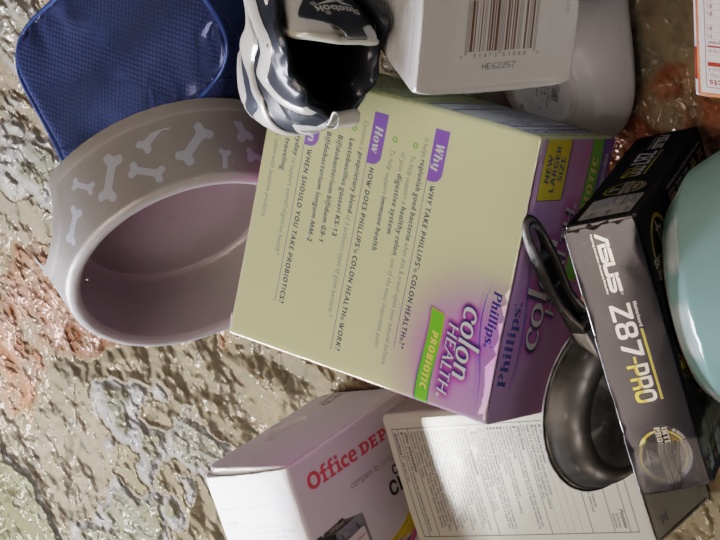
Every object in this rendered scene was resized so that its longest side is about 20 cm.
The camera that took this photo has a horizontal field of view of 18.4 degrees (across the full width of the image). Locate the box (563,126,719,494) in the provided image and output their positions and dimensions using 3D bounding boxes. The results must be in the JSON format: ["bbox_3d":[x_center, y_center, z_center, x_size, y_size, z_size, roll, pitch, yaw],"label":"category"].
[{"bbox_3d":[0.180,0.019,1.301,0.049,0.200,0.162,-10,103,21],"label":"box"}]

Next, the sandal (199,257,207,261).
[{"bbox_3d":[-0.152,-0.015,1.641,0.206,0.079,0.059,-29,94,45],"label":"sandal"}]

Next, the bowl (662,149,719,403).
[{"bbox_3d":[0.235,0.006,1.236,0.104,0.201,0.202,-13,102,24],"label":"bowl"}]

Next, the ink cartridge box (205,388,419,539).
[{"bbox_3d":[-0.008,0.203,1.578,0.085,0.147,0.201,-7,106,40],"label":"ink cartridge box"}]

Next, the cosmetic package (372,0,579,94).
[{"bbox_3d":[0.047,-0.181,1.324,0.200,0.101,0.075,-121,31,-56],"label":"cosmetic package"}]

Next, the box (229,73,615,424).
[{"bbox_3d":[0.036,-0.021,1.390,0.199,0.096,0.177,18,103,32],"label":"box"}]

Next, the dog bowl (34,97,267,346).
[{"bbox_3d":[-0.118,-0.025,1.483,0.201,0.199,0.059,-58,45,40],"label":"dog bowl"}]

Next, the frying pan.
[{"bbox_3d":[0.150,0.044,1.343,0.031,0.114,0.192,16,118,44],"label":"frying pan"}]

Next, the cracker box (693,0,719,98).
[{"bbox_3d":[0.232,-0.205,1.201,0.057,0.134,0.202,11,117,34],"label":"cracker box"}]

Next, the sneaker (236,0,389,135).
[{"bbox_3d":[-0.030,-0.171,1.279,0.129,0.079,0.201,-155,62,-61],"label":"sneaker"}]

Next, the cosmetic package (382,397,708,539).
[{"bbox_3d":[0.121,0.124,1.486,0.199,0.073,0.104,-6,106,40],"label":"cosmetic package"}]

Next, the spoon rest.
[{"bbox_3d":[0.131,-0.161,1.367,0.099,0.061,0.201,30,139,27],"label":"spoon rest"}]

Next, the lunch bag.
[{"bbox_3d":[-0.129,-0.144,1.523,0.200,0.132,0.137,-37,74,34],"label":"lunch bag"}]
